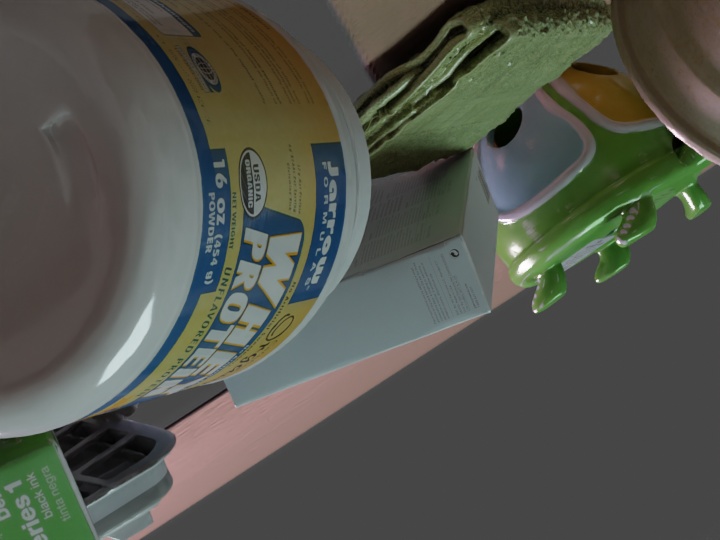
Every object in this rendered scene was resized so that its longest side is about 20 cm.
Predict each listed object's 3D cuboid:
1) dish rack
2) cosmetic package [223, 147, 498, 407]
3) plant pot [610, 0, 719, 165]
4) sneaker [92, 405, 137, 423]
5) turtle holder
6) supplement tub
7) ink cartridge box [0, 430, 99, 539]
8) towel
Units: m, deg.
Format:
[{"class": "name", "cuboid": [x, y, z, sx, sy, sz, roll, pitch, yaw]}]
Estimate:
[{"class": "dish rack", "cuboid": [-0.202, 0.143, 1.247, 0.200, 0.044, 0.172, -30, -161, -28]}, {"class": "cosmetic package", "cuboid": [0.000, 0.000, 1.322, 0.150, 0.052, 0.200, -19, -166, 10]}, {"class": "plant pot", "cuboid": [0.248, -0.172, 1.183, 0.200, 0.201, 0.184, -29, 160, -27]}, {"class": "sneaker", "cuboid": [-0.106, 0.015, 1.252, 0.087, 0.075, 0.200, -39, 179, -39]}, {"class": "turtle holder", "cuboid": [0.147, -0.073, 1.497, 0.141, 0.132, 0.186, -26, 169, -35]}, {"class": "supplement tub", "cuboid": [-0.087, -0.027, 0.784, 0.145, 0.145, 0.200, -36, 172, 20]}, {"class": "ink cartridge box", "cuboid": [-0.223, 0.122, 1.026, 0.200, 0.084, 0.146, -24, -156, -9]}, {"class": "towel", "cuboid": [0.057, -0.105, 1.289, 0.148, 0.037, 0.200, -38, 171, 27]}]
